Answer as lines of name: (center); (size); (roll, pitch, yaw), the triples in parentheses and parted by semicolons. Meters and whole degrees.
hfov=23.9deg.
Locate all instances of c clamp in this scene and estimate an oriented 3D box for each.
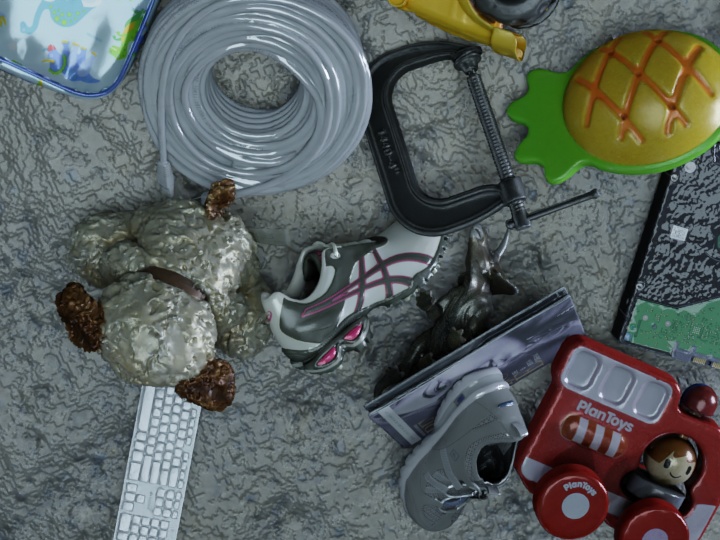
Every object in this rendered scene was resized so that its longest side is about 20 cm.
c clamp: (0.091, -0.116, 1.480); (0.171, 0.027, 0.200); (-25, 78, 10)

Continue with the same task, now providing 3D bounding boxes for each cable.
cable: (-0.088, -0.156, 1.439); (0.200, 0.069, 0.200); (-5, 124, 7)

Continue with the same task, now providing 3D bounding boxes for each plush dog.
plush dog: (-0.158, 0.025, 1.432); (0.200, 0.172, 0.160); (27, 142, -11)

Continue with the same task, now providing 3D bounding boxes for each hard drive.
hard drive: (0.323, -0.014, 1.550); (0.139, 0.038, 0.200); (14, 101, -7)

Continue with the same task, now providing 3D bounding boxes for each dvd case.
dvd case: (0.106, 0.090, 1.510); (0.200, 0.149, 0.016); (-30, 69, 3)

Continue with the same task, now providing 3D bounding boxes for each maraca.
maraca: (0.227, -0.142, 1.479); (0.200, 0.107, 0.137); (-13, 61, 12)

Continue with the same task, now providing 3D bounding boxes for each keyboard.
keyboard: (-0.180, 0.161, 1.544); (0.056, 0.011, 0.200); (11, 88, -8)

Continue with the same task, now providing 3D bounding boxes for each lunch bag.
lunch bag: (-0.272, -0.240, 1.432); (0.200, 0.082, 0.161); (22, 99, -9)

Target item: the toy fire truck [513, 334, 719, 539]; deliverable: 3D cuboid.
toy fire truck: (0.243, 0.165, 1.543); (0.200, 0.112, 0.168); (23, 103, -10)

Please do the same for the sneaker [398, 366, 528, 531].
sneaker: (0.091, 0.179, 1.517); (0.075, 0.082, 0.200); (-15, 143, -29)

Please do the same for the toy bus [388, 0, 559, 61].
toy bus: (0.087, -0.297, 1.434); (0.192, 0.136, 0.200); (18, 99, 8)

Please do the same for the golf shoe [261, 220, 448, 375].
golf shoe: (0.000, 0.000, 1.472); (0.200, 0.077, 0.088); (-47, 114, -27)

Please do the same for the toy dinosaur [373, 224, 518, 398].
toy dinosaur: (0.081, 0.060, 1.525); (0.077, 0.102, 0.200); (37, 117, 28)

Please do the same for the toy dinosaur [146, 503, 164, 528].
toy dinosaur: (-0.221, 0.310, 1.575); (0.088, 0.047, 0.200); (36, 93, 7)
